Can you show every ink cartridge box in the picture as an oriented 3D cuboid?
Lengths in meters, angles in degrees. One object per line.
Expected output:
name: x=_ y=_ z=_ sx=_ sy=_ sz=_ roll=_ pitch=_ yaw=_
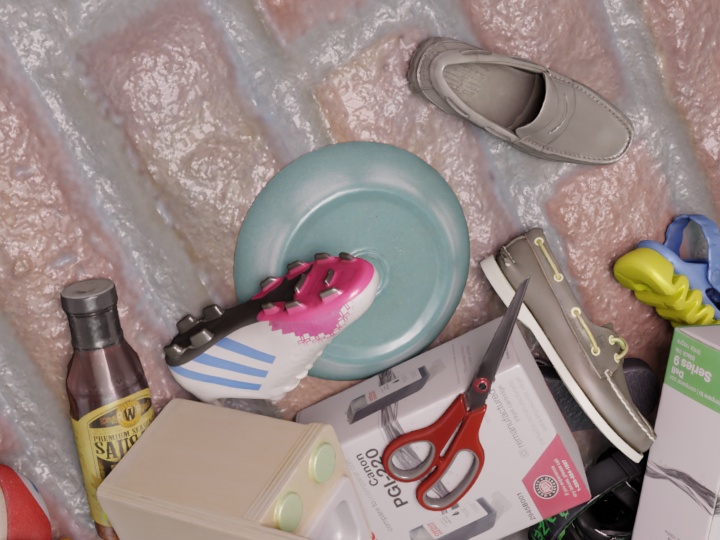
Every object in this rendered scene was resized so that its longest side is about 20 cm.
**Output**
ink cartridge box: x=0.063 y=0.148 z=0.907 sx=0.199 sy=0.085 sz=0.146 roll=-25 pitch=113 yaw=13
ink cartridge box: x=0.309 y=0.149 z=0.908 sx=0.145 sy=0.084 sz=0.202 roll=-1 pitch=107 yaw=-31

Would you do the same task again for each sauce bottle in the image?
sauce bottle: x=-0.190 y=0.107 z=0.858 sx=0.065 sy=0.066 sz=0.202 roll=-13 pitch=111 yaw=-12

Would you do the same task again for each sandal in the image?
sandal: x=0.157 y=0.107 z=0.970 sx=0.198 sy=0.043 sz=0.077 roll=1 pitch=115 yaw=-13
sandal: x=0.308 y=0.025 z=0.973 sx=0.200 sy=0.079 sz=0.087 roll=43 pitch=76 yaw=-28

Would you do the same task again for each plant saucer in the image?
plant saucer: x=0.000 y=0.000 z=0.895 sx=0.198 sy=0.036 sz=0.202 roll=-5 pitch=109 yaw=-14

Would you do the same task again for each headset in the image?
headset: x=0.236 y=0.204 z=0.981 sx=0.199 sy=0.094 sz=0.124 roll=-14 pitch=143 yaw=-36

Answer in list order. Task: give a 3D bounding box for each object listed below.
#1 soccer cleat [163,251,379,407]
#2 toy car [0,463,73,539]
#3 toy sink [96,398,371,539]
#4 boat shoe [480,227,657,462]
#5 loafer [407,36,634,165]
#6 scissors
soccer cleat: x=-0.056 y=0.051 z=0.845 sx=0.199 sy=0.070 sz=0.087 roll=-22 pitch=119 yaw=30
toy car: x=-0.253 y=0.234 z=0.850 sx=0.199 sy=0.184 sz=0.178 roll=21 pitch=101 yaw=-50
toy sink: x=-0.067 y=0.185 z=0.821 sx=0.112 sy=0.198 sz=0.131 roll=-52 pitch=135 yaw=-39
boat shoe: x=0.176 y=0.058 z=0.903 sx=0.060 sy=0.072 sz=0.202 roll=-37 pitch=78 yaw=7
loafer: x=0.131 y=-0.125 z=0.875 sx=0.198 sy=0.070 sz=0.071 roll=15 pitch=102 yaw=-20
scissors: x=0.090 y=0.096 z=0.832 sx=0.073 sy=0.014 sz=0.201 roll=32 pitch=109 yaw=-10
